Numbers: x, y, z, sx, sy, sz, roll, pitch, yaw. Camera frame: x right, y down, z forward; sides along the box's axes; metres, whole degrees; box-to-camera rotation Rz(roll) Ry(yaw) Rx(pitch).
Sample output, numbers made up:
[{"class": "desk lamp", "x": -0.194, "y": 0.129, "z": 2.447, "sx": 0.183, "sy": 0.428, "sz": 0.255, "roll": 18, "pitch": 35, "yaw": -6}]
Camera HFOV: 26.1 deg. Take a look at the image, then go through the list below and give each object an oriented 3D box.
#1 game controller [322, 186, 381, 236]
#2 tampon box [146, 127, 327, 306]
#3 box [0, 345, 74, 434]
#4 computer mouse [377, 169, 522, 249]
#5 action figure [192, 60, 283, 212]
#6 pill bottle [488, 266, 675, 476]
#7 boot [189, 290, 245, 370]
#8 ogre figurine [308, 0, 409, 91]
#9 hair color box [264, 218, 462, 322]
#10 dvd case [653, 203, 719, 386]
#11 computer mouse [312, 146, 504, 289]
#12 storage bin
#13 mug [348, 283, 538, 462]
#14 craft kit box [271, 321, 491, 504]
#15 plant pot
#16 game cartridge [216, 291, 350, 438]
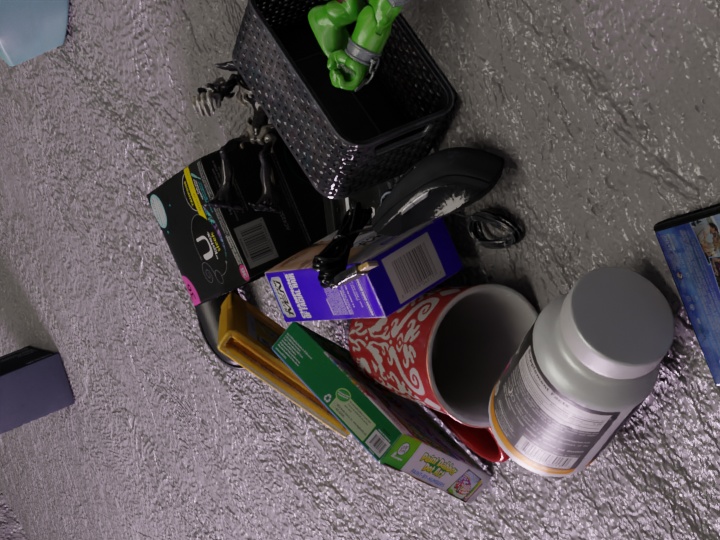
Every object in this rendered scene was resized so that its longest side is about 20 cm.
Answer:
[{"class": "game controller", "x": 0.000, "y": -0.066, "z": 1.673, "sx": 0.104, "sy": 0.042, "sz": 0.202, "roll": 19, "pitch": 129, "yaw": 37}, {"class": "tampon box", "x": -0.142, "y": -0.062, "z": 1.821, "sx": 0.200, "sy": 0.125, "sz": 0.151, "roll": -23, "pitch": 91, "yaw": 63}, {"class": "box", "x": -0.664, "y": 0.229, "z": 2.896, "sx": 0.182, "sy": 0.198, "sz": 0.105, "roll": 2, "pitch": 111, "yaw": 61}, {"class": "computer mouse", "x": 0.088, "y": -0.068, "z": 1.518, "sx": 0.199, "sy": 0.034, "sz": 0.059, "roll": 28, "pitch": 145, "yaw": 41}, {"class": "action figure", "x": -0.114, "y": -0.165, "z": 1.667, "sx": 0.102, "sy": 0.117, "sz": 0.203, "roll": 1, "pitch": -87, "yaw": -80}, {"class": "pill bottle", "x": 0.192, "y": 0.089, "z": 1.354, "sx": 0.117, "sy": 0.116, "sz": 0.201, "roll": 55, "pitch": 150, "yaw": 21}, {"class": "boot", "x": -0.188, "y": 0.021, "z": 1.982, "sx": 0.163, "sy": 0.073, "sz": 0.200, "roll": 88, "pitch": 157, "yaw": -72}, {"class": "ogre figurine", "x": 0.004, "y": -0.270, "z": 1.411, "sx": 0.098, "sy": 0.201, "sz": 0.120, "roll": 32, "pitch": 134, "yaw": -18}, {"class": "hair color box", "x": 0.000, "y": 0.000, "z": 1.574, "sx": 0.199, "sy": 0.109, "sz": 0.065, "roll": -9, "pitch": 109, "yaw": 58}, {"class": "dvd case", "x": 0.312, "y": 0.012, "z": 1.185, "sx": 0.200, "sy": 0.017, "sz": 0.144, "roll": -19, "pitch": 93, "yaw": 64}, {"class": "computer mouse", "x": 0.034, "y": -0.055, "z": 1.440, "sx": 0.199, "sy": 0.141, "sz": 0.046, "roll": -21, "pitch": 115, "yaw": 36}, {"class": "storage bin", "x": -0.019, "y": -0.186, "z": 1.496, "sx": 0.201, "sy": 0.134, "sz": 0.094, "roll": 56, "pitch": 151, "yaw": 19}, {"class": "mug", "x": 0.076, "y": 0.097, "z": 1.542, "sx": 0.199, "sy": 0.132, "sz": 0.180, "roll": 6, "pitch": 96, "yaw": 63}, {"class": "craft kit box", "x": 0.024, "y": 0.153, "z": 1.654, "sx": 0.200, "sy": 0.049, "sz": 0.197, "roll": 44, "pitch": -176, "yaw": 37}, {"class": "plant pot", "x": -0.494, "y": -0.405, "z": 2.188, "sx": 0.141, "sy": 0.141, "sz": 0.201, "roll": 42, "pitch": 151, "yaw": 39}, {"class": "game cartridge", "x": -0.082, "y": 0.101, "z": 1.748, "sx": 0.176, "sy": 0.033, "sz": 0.200, "roll": 36, "pitch": -172, "yaw": -10}]
